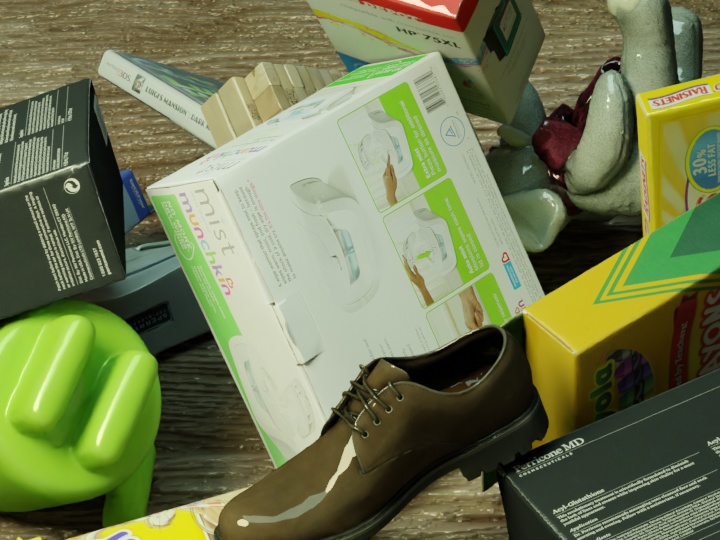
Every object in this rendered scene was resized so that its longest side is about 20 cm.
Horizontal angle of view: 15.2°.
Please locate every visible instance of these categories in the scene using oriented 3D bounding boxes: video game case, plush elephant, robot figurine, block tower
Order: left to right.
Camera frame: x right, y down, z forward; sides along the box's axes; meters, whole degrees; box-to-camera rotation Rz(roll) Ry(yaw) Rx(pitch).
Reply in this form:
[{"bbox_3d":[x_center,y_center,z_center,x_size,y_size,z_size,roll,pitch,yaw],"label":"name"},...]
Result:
[{"bbox_3d":[-0.190,0.081,1.587,0.200,0.175,0.116,-17,48,61],"label":"robot figurine"},{"bbox_3d":[-0.053,-0.093,1.826,0.199,0.024,0.182,13,12,-40],"label":"video game case"},{"bbox_3d":[-0.005,-0.090,1.724,0.199,0.054,0.058,0,59,-47],"label":"block tower"},{"bbox_3d":[0.137,-0.080,1.729,0.154,0.202,0.165,-4,3,17],"label":"plush elephant"}]

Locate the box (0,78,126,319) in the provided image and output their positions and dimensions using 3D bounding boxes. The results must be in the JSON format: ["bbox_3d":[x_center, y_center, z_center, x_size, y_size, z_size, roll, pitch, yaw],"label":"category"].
[{"bbox_3d":[-0.215,-0.036,1.599,0.140,0.079,0.200,-16,18,0],"label":"box"}]

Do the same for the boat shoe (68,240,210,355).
[{"bbox_3d":[-0.172,0.026,1.748,0.199,0.072,0.066,-25,28,-19],"label":"boat shoe"}]

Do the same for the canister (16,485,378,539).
[{"bbox_3d":[-0.085,0.187,1.464,0.199,0.087,0.149,-15,34,-10],"label":"canister"}]

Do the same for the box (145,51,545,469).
[{"bbox_3d":[0.000,0.000,1.601,0.176,0.201,0.096,-32,14,-27],"label":"box"}]

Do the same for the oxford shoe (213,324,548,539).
[{"bbox_3d":[0.002,0.088,1.440,0.199,0.085,0.073,-31,35,-19],"label":"oxford shoe"}]

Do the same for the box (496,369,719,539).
[{"bbox_3d":[0.195,0.130,1.461,0.199,0.079,0.141,-22,36,-15],"label":"box"}]

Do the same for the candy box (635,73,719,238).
[{"bbox_3d":[0.218,-0.036,1.609,0.101,0.201,0.027,-13,44,-3],"label":"candy box"}]

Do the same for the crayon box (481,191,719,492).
[{"bbox_3d":[0.157,0.051,1.558,0.199,0.128,0.051,-30,48,-26],"label":"crayon box"}]

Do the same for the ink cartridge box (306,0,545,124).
[{"bbox_3d":[0.031,-0.168,1.606,0.115,0.200,0.068,19,76,21],"label":"ink cartridge box"}]

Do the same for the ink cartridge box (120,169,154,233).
[{"bbox_3d":[-0.213,-0.014,1.770,0.119,0.042,0.200,-21,8,20],"label":"ink cartridge box"}]
